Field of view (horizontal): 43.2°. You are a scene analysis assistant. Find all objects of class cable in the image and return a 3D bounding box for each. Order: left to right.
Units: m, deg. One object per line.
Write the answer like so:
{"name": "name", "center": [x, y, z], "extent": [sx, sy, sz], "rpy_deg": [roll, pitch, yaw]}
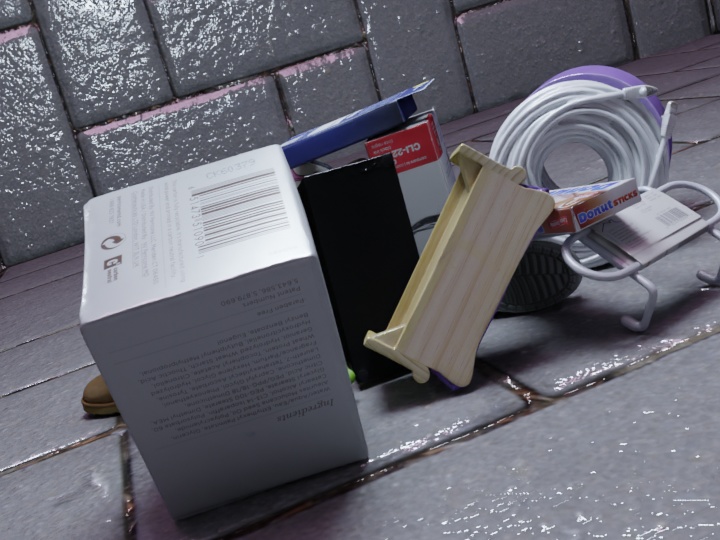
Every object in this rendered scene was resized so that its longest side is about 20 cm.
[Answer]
{"name": "cable", "center": [0.237, -0.106, 1.002], "extent": [0.196, 0.204, 0.069], "rpy_deg": [5, 10, 6]}

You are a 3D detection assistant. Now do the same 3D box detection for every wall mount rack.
{"name": "wall mount rack", "center": [0.236, -0.029, 0.843], "extent": [0.198, 0.076, 0.173], "rpy_deg": [-24, 47, -30]}

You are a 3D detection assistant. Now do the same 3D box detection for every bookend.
{"name": "bookend", "center": [0.000, 0.000, 0.946], "extent": [0.090, 0.204, 0.199], "rpy_deg": [-15, 0, -8]}

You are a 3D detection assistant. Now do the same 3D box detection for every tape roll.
{"name": "tape roll", "center": [0.278, -0.144, 1.113], "extent": [0.197, 0.203, 0.085], "rpy_deg": [-10, 14, 25]}

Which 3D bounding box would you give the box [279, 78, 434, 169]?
{"name": "box", "center": [-0.003, -0.174, 1.086], "extent": [0.197, 0.033, 0.121], "rpy_deg": [-21, 12, 17]}

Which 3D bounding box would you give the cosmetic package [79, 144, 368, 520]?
{"name": "cosmetic package", "center": [-0.103, 0.046, 0.699], "extent": [0.162, 0.203, 0.166], "rpy_deg": [-16, 36, -4]}

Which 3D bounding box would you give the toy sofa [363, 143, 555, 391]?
{"name": "toy sofa", "center": [0.085, -0.001, 0.804], "extent": [0.096, 0.203, 0.083], "rpy_deg": [25, 1, 0]}

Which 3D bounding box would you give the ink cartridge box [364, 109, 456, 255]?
{"name": "ink cartridge box", "center": [0.080, -0.081, 1.110], "extent": [0.082, 0.203, 0.144], "rpy_deg": [-17, 12, 12]}

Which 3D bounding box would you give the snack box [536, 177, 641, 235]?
{"name": "snack box", "center": [0.172, -0.055, 0.851], "extent": [0.071, 0.025, 0.199], "rpy_deg": [-24, 8, -18]}

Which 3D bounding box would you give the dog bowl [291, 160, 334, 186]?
{"name": "dog bowl", "center": [-0.113, -0.076, 1.236], "extent": [0.196, 0.075, 0.201], "rpy_deg": [-6, -21, -2]}

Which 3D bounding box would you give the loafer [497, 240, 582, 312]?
{"name": "loafer", "center": [0.136, 0.003, 0.954], "extent": [0.197, 0.077, 0.070], "rpy_deg": [-8, 16, 26]}

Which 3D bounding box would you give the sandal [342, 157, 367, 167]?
{"name": "sandal", "center": [-0.057, -0.041, 1.082], "extent": [0.211, 0.070, 0.077], "rpy_deg": [-38, -16, 12]}

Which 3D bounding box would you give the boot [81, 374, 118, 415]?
{"name": "boot", "center": [-0.255, 0.045, 0.996], "extent": [0.172, 0.204, 0.066], "rpy_deg": [-13, 12, 14]}

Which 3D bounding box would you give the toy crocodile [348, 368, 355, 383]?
{"name": "toy crocodile", "center": [-0.097, 0.112, 0.853], "extent": [0.196, 0.063, 0.067], "rpy_deg": [-6, 17, 24]}
